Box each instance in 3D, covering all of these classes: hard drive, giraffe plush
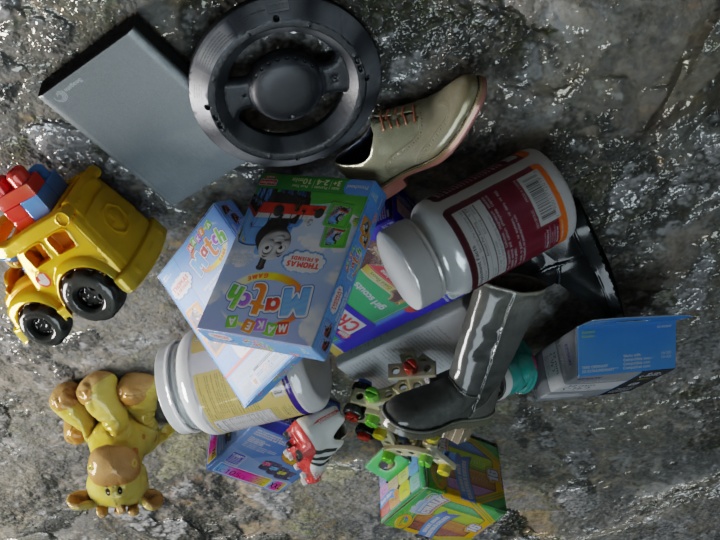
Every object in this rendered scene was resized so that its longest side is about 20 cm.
[{"bbox_3d":[-0.220,-0.165,1.112,0.139,0.033,0.200,-27,132,25],"label":"hard drive"},{"bbox_3d":[-0.349,0.260,1.478,0.172,0.163,0.200,-16,136,14],"label":"giraffe plush"}]

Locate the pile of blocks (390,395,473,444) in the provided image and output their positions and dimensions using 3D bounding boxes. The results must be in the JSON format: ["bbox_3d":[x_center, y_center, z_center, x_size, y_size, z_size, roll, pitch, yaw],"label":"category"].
[{"bbox_3d":[0.083,0.198,1.518,0.199,0.082,0.062,15,105,-28],"label":"pile of blocks"}]

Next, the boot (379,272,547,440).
[{"bbox_3d":[0.123,0.099,1.240,0.181,0.073,0.201,-7,131,-36],"label":"boot"}]

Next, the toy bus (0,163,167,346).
[{"bbox_3d":[-0.355,-0.032,1.193,0.199,0.136,0.192,-26,120,28],"label":"toy bus"}]

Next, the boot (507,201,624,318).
[{"bbox_3d":[0.226,0.010,1.299,0.162,0.074,0.199,-22,128,17],"label":"boot"}]

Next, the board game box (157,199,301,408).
[{"bbox_3d":[-0.145,0.040,1.240,0.037,0.200,0.151,-21,161,-50],"label":"board game box"}]

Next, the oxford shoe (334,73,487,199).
[{"bbox_3d":[0.052,-0.148,1.118,0.074,0.071,0.200,30,129,-27],"label":"oxford shoe"}]

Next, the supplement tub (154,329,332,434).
[{"bbox_3d":[-0.151,0.132,1.361,0.199,0.146,0.146,-14,137,13],"label":"supplement tub"}]

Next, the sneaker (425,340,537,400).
[{"bbox_3d":[0.168,0.137,1.436,0.120,0.084,0.200,-14,-177,-36],"label":"sneaker"}]

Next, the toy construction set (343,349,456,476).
[{"bbox_3d":[0.055,0.191,1.371,0.131,0.092,0.201,10,136,22],"label":"toy construction set"}]

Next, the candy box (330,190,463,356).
[{"bbox_3d":[0.000,0.000,1.273,0.199,0.077,0.169,-26,133,25],"label":"candy box"}]

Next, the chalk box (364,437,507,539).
[{"bbox_3d":[0.105,0.322,1.600,0.199,0.124,0.124,21,133,-24],"label":"chalk box"}]

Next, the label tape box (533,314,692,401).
[{"bbox_3d":[0.325,0.114,1.360,0.143,0.066,0.200,-3,163,-16],"label":"label tape box"}]

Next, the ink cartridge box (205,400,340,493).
[{"bbox_3d":[-0.120,0.236,1.532,0.136,0.077,0.200,24,130,-26],"label":"ink cartridge box"}]

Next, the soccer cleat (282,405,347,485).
[{"bbox_3d":[-0.057,0.236,1.418,0.085,0.069,0.200,-30,159,-14],"label":"soccer cleat"}]

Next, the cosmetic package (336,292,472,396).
[{"bbox_3d":[0.075,0.085,1.375,0.199,0.071,0.101,-26,134,25],"label":"cosmetic package"}]

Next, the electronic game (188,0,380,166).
[{"bbox_3d":[-0.077,-0.192,1.074,0.199,0.042,0.201,-7,132,-8],"label":"electronic game"}]

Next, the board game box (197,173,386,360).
[{"bbox_3d":[-0.073,-0.009,1.128,0.151,0.201,0.037,6,155,30],"label":"board game box"}]

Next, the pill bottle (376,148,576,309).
[{"bbox_3d":[0.126,-0.043,1.150,0.199,0.114,0.114,-27,139,-13],"label":"pill bottle"}]
